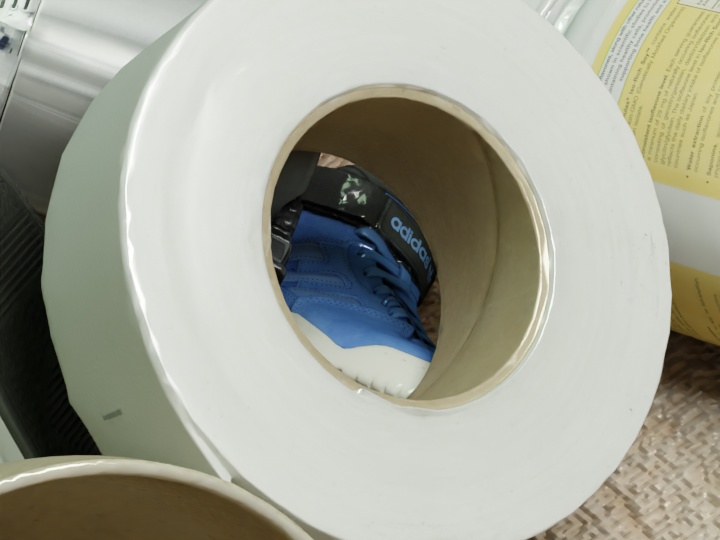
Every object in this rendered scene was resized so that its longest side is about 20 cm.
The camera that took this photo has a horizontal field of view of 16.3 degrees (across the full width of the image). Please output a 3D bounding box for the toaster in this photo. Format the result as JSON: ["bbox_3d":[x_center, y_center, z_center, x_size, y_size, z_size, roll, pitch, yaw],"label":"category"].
[{"bbox_3d":[-0.074,-0.080,0.929,0.129,0.114,0.200,18,50,-7],"label":"toaster"}]

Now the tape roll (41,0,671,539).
[{"bbox_3d":[0.000,0.000,0.818,0.202,0.203,0.071,-44,10,-30],"label":"tape roll"}]

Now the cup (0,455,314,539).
[{"bbox_3d":[-0.108,0.144,0.763,0.200,0.201,0.143,-34,21,-20],"label":"cup"}]

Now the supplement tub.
[{"bbox_3d":[0.153,-0.041,0.903,0.200,0.146,0.145,20,51,41],"label":"supplement tub"}]

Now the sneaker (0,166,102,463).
[{"bbox_3d":[-0.149,0.063,0.890,0.120,0.201,0.084,-18,4,25],"label":"sneaker"}]

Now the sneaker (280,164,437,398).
[{"bbox_3d":[0.005,0.012,0.960,0.200,0.077,0.111,13,55,46],"label":"sneaker"}]
